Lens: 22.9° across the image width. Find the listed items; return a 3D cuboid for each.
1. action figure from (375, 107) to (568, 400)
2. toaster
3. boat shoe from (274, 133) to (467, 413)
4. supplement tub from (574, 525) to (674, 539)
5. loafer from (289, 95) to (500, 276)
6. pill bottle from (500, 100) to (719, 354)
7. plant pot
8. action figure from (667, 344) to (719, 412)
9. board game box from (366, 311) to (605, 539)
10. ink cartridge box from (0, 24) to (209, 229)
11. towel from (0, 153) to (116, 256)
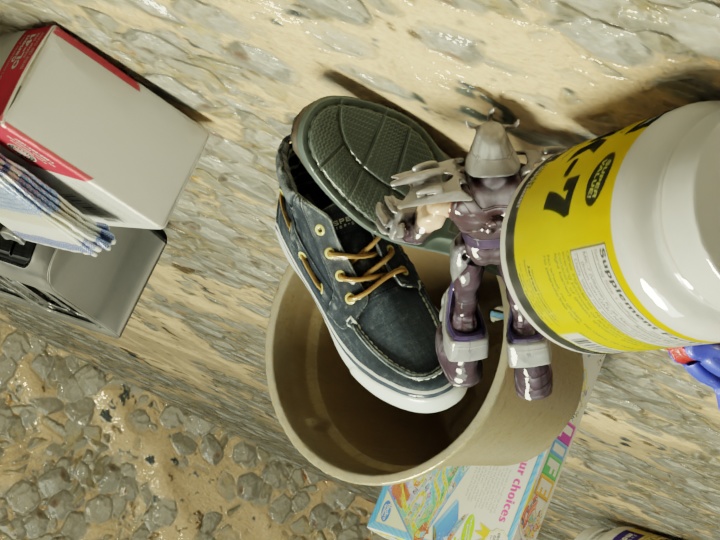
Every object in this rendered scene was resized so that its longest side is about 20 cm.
[{"bbox_3d":[0.074,-0.014,1.029,0.129,0.070,0.201,0,133,4],"label":"action figure"},{"bbox_3d":[-0.292,-0.035,1.616,0.180,0.120,0.200,18,167,26],"label":"toaster"},{"bbox_3d":[0.000,0.000,1.149,0.201,0.070,0.091,51,161,33],"label":"boat shoe"},{"bbox_3d":[0.360,0.401,2.200,0.199,0.146,0.145,12,163,43],"label":"supplement tub"},{"bbox_3d":[0.034,-0.046,1.098,0.199,0.072,0.063,27,173,-25],"label":"loafer"},{"bbox_3d":[0.155,-0.020,0.869,0.114,0.115,0.200,26,167,-15],"label":"pill bottle"},{"bbox_3d":[0.064,0.062,1.271,0.199,0.202,0.183,14,177,36],"label":"plant pot"},{"bbox_3d":[0.229,0.053,1.202,0.199,0.052,0.065,33,160,-19],"label":"action figure"},{"bbox_3d":[0.101,0.135,1.419,0.134,0.201,0.034,14,165,38],"label":"board game box"},{"bbox_3d":[-0.224,-0.101,1.290,0.147,0.086,0.199,33,166,-31],"label":"ink cartridge box"},{"bbox_3d":[-0.276,-0.075,1.252,0.200,0.024,0.146,39,163,-32],"label":"towel"}]
